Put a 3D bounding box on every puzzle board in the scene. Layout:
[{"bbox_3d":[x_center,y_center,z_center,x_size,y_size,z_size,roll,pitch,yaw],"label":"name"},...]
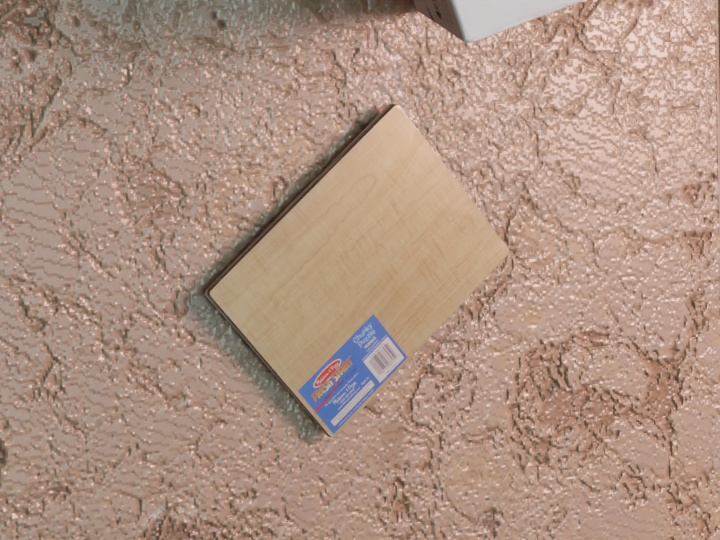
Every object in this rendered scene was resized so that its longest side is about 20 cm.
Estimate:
[{"bbox_3d":[0.000,0.000,1.404,0.200,0.017,0.151,-46,114,-15],"label":"puzzle board"}]

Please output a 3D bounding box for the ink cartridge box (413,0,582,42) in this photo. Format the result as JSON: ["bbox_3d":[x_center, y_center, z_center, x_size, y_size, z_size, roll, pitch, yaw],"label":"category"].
[{"bbox_3d":[0.095,-0.256,1.305,0.145,0.200,0.147,-21,105,-2],"label":"ink cartridge box"}]
